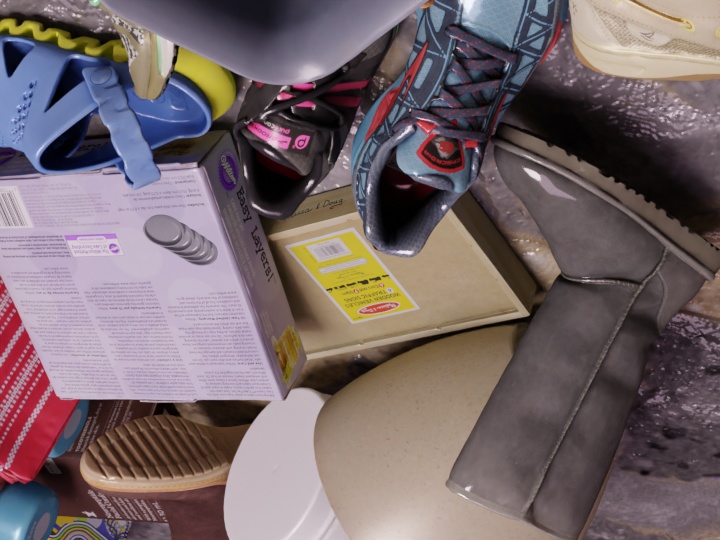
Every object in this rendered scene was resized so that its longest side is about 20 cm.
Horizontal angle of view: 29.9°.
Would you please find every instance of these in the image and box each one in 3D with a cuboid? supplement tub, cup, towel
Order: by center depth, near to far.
[{"bbox_3d":[0.088,0.118,0.900,0.199,0.201,0.143,34,117,-22],"label":"cup"},{"bbox_3d":[-0.273,0.042,0.950,0.200,0.145,0.022,43,156,-31],"label":"towel"},{"bbox_3d":[0.012,0.182,1.009,0.199,0.133,0.131,29,141,-30],"label":"supplement tub"}]

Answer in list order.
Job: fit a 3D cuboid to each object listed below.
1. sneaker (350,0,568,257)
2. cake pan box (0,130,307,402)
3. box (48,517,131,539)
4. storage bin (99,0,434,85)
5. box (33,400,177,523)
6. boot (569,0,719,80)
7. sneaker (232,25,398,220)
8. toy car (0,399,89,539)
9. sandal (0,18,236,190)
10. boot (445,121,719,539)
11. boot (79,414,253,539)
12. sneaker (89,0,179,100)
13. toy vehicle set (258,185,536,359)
[{"bbox_3d":[0.053,-0.084,0.703,0.078,0.096,0.201,16,134,-10],"label":"sneaker"},{"bbox_3d":[-0.152,0.003,0.893,0.198,0.052,0.186,-3,122,25],"label":"cake pan box"},{"bbox_3d":[-0.311,0.215,1.236,0.198,0.071,0.064,25,142,-11],"label":"box"},{"bbox_3d":[-0.007,-0.191,0.564,0.145,0.136,0.199,22,146,-33],"label":"storage bin"},{"bbox_3d":[-0.246,0.154,1.136,0.198,0.075,0.101,0,140,22],"label":"box"},{"bbox_3d":[0.181,-0.158,0.594,0.198,0.073,0.156,5,144,23],"label":"boot"},{"bbox_3d":[-0.026,-0.100,0.731,0.076,0.084,0.201,14,143,1],"label":"sneaker"},{"bbox_3d":[-0.334,0.135,0.992,0.183,0.200,0.179,22,102,11],"label":"toy car"},{"bbox_3d":[-0.177,-0.094,0.793,0.198,0.088,0.080,2,142,20],"label":"sandal"},{"bbox_3d":[0.103,0.039,0.776,0.181,0.073,0.201,31,98,-18],"label":"boot"},{"bbox_3d":[-0.135,0.193,1.069,0.198,0.073,0.168,-3,130,-30],"label":"boot"},{"bbox_3d":[-0.135,-0.175,0.679,0.087,0.077,0.201,-1,133,3],"label":"sneaker"},{"bbox_3d":[0.000,0.000,0.893,0.198,0.027,0.124,-13,134,32],"label":"toy vehicle set"}]
